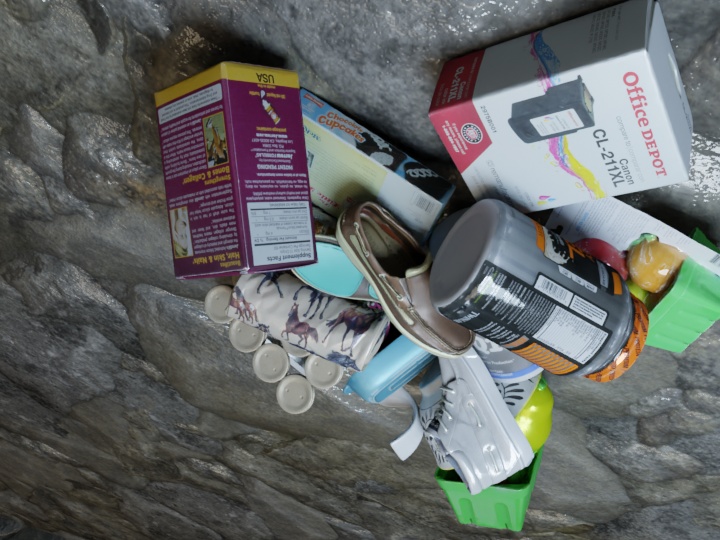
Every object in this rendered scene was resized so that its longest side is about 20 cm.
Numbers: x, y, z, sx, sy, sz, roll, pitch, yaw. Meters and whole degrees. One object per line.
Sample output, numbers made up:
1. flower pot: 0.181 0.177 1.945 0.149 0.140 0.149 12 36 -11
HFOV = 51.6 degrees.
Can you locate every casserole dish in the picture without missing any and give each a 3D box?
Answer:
1. casserole dish: 0.066 0.112 0.976 0.039 0.199 0.121 51 175 17

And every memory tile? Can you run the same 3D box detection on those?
1. memory tile: -0.091 0.065 0.943 0.153 0.017 0.200 -42 81 9

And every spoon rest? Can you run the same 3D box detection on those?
1. spoon rest: 0.046 0.186 1.094 0.060 0.201 0.100 -31 124 2

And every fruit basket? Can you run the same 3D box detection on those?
1. fruit basket: 0.202 0.236 1.064 0.154 0.217 0.217 0 138 25
2. fruit basket: 0.292 -0.007 0.807 0.199 0.094 0.186 34 154 15

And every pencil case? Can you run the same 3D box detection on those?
1. pencil case: -0.059 0.050 0.887 0.198 0.090 0.078 22 164 12

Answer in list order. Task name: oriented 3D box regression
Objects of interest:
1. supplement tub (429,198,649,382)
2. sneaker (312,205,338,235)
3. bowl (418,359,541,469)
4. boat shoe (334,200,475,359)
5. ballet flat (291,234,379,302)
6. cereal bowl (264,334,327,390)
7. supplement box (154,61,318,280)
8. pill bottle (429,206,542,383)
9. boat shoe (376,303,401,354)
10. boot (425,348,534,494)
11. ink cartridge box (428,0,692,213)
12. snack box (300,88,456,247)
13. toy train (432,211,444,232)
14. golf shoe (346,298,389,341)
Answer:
1. supplement tub: 0.177 0.026 0.734 0.198 0.124 0.122 27 143 -17
2. sneaker: -0.100 -0.070 0.910 0.197 0.088 0.076 12 125 9
3. bowl: 0.141 0.159 1.002 0.094 0.201 0.201 43 140 -4
4. boat shoe: 0.052 0.010 0.786 0.202 0.075 0.075 46 157 -2
5. ballet flat: 0.000 0.000 0.864 0.198 0.063 0.068 21 112 -24
6. cereal bowl: -0.100 0.078 1.062 0.199 0.084 0.200 36 169 8
7. supplement box: -0.129 -0.097 0.773 0.130 0.203 0.102 -4 -178 43
8. pill bottle: 0.156 0.029 0.878 0.112 0.115 0.201 -4 134 29
9. boat shoe: 0.022 0.084 1.054 0.071 0.068 0.199 34 143 -20
10. boot: 0.114 0.160 0.880 0.201 0.095 0.074 59 173 13
11. ink cartridge box: 0.185 -0.140 0.685 0.198 0.083 0.146 -10 133 35
12. snack box: -0.003 -0.101 0.828 0.199 0.037 0.117 34 143 6
13. toy train: 0.034 -0.035 0.924 0.056 0.042 0.200 38 141 -6
14. golf shoe: -0.048 0.036 0.994 0.200 0.075 0.092 45 163 11
